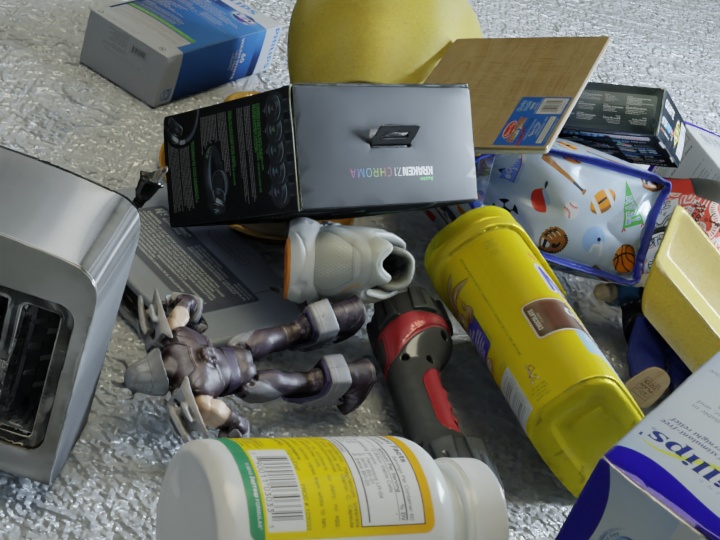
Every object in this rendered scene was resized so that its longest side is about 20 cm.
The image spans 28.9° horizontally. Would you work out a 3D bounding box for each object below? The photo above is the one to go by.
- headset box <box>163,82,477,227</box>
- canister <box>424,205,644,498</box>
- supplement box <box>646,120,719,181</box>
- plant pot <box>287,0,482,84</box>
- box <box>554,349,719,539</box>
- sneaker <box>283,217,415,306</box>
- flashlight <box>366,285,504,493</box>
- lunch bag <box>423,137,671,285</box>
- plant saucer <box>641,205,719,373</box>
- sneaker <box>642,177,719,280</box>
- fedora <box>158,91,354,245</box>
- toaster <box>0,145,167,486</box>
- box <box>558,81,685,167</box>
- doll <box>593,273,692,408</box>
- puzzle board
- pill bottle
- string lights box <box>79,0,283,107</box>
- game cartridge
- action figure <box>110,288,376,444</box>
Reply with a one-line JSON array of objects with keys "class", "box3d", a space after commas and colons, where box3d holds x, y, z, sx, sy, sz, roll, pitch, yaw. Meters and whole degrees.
[{"class": "headset box", "box3d": [-0.030, -0.088, 1.085, 0.173, 0.094, 0.199, -5, 1, -36]}, {"class": "canister", "box3d": [0.139, 0.064, 1.076, 0.149, 0.086, 0.201, 50, 8, -43]}, {"class": "supplement box", "box3d": [0.376, -0.050, 1.424, 0.100, 0.104, 0.201, 18, 27, -26]}, {"class": "plant pot", "box3d": [0.013, -0.180, 1.348, 0.198, 0.201, 0.143, 19, 41, -3]}, {"class": "box", "box3d": [0.195, 0.175, 0.878, 0.105, 0.185, 0.199, 35, 33, 21]}, {"class": "sneaker", "box3d": [0.000, 0.000, 1.086, 0.091, 0.077, 0.200, 4, 2, 9]}, {"class": "flashlight", "box3d": [0.056, 0.097, 1.038, 0.068, 0.068, 0.201, 41, 17, -37]}, {"class": "lunch bag", "box3d": [0.143, -0.065, 1.255, 0.198, 0.125, 0.170, 16, 4, -23]}, {"class": "plant saucer", "box3d": [0.313, 0.054, 1.214, 0.200, 0.048, 0.200, 49, 24, -1]}, {"class": "sneaker", "box3d": [0.278, -0.034, 1.381, 0.067, 0.109, 0.200, 33, -16, -34]}, {"class": "fedora", "box3d": [-0.084, -0.104, 1.252, 0.198, 0.082, 0.201, 15, 31, -9]}, {"class": "toaster", "box3d": [-0.237, 0.015, 0.851, 0.179, 0.202, 0.119, 18, 25, -5]}, {"class": "box", "box3d": [0.200, -0.142, 1.330, 0.198, 0.047, 0.159, 8, -4, 21]}, {"class": "doll", "box3d": [0.260, 0.056, 1.240, 0.136, 0.049, 0.201, 33, 27, -9]}, {"class": "puzzle board", "box3d": [0.120, -0.151, 1.212, 0.149, 0.018, 0.200, 4, 37, 25]}, {"class": "pill bottle", "box3d": [-0.014, 0.157, 0.845, 0.198, 0.114, 0.113, 2, 35, -28]}, {"class": "string lights box", "box3d": [-0.179, -0.235, 1.430, 0.102, 0.059, 0.200, 33, 32, 19]}, {"class": "game cartridge", "box3d": [-0.140, 0.002, 1.097, 0.132, 0.042, 0.200, -7, 40, -46]}, {"class": "action figure", "box3d": [-0.082, 0.070, 0.967, 0.198, 0.069, 0.131, -3, 68, -37]}]
